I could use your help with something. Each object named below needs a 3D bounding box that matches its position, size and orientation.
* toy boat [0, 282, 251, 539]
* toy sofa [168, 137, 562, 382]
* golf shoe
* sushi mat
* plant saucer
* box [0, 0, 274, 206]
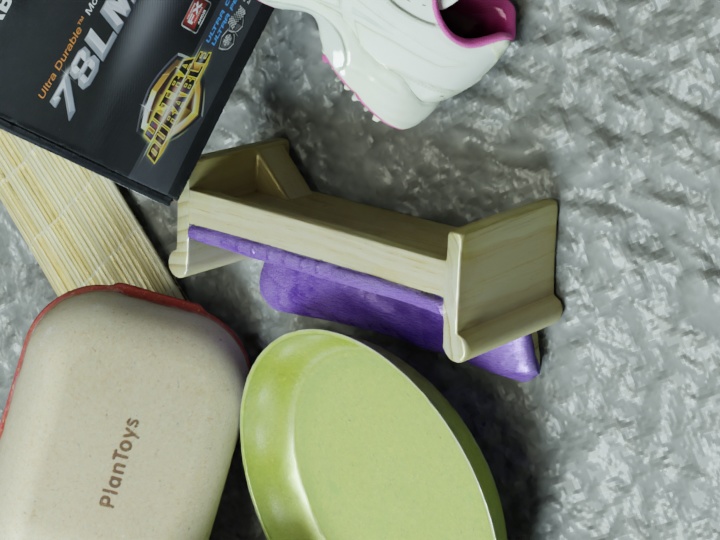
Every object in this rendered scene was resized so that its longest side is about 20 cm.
[{"bbox_3d":[-0.144,0.102,1.314,0.131,0.130,0.201,-127,54,-78],"label":"toy boat"},{"bbox_3d":[0.000,0.000,1.173,0.199,0.083,0.098,16,112,37],"label":"toy sofa"},{"bbox_3d":[-0.004,-0.152,1.090,0.091,0.200,0.076,-23,45,30],"label":"golf shoe"},{"bbox_3d":[-0.174,-0.035,1.363,0.096,0.012,0.200,-43,73,39],"label":"sushi mat"},{"bbox_3d":[0.012,0.120,1.214,0.200,0.031,0.201,27,128,39],"label":"plant saucer"},{"bbox_3d":[-0.113,-0.150,1.104,0.050,0.198,0.201,28,91,31],"label":"box"}]
